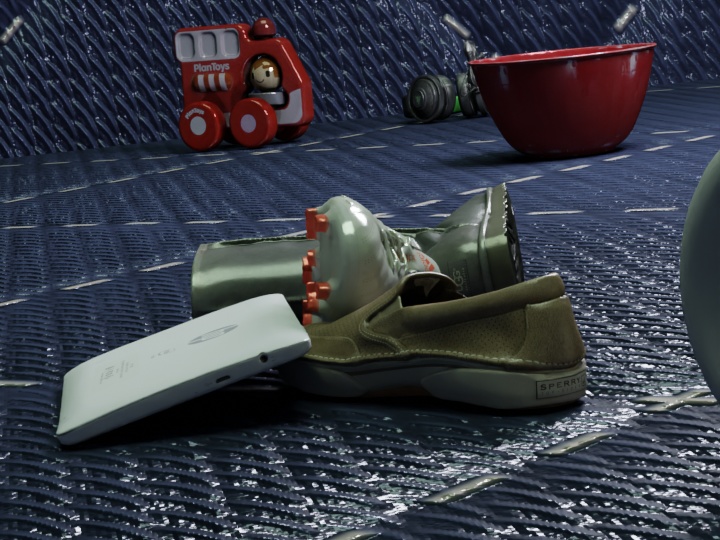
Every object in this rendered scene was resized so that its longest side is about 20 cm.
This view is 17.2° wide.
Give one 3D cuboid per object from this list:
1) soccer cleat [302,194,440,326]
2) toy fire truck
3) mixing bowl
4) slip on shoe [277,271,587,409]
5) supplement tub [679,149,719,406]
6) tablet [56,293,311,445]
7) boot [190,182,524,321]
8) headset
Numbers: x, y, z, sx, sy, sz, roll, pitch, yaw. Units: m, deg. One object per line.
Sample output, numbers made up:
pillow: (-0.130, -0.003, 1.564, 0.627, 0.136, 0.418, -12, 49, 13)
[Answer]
soccer cleat: (0.008, 0.000, 1.302, 0.077, 0.069, 0.200, 0, -9, -2)
toy fire truck: (-0.158, -0.251, 3.182, 0.200, 0.168, 0.112, -2, 8, 31)
mixing bowl: (0.217, -0.178, 2.511, 0.200, 0.109, 0.200, -5, 7, 1)
slip on shoe: (0.031, 0.030, 1.169, 0.076, 0.061, 0.200, -11, 9, -35)
supplement tub: (0.240, -0.005, 0.930, 0.200, 0.146, 0.145, -12, 9, -37)
tablet: (-0.094, 0.046, 1.223, 0.130, 0.014, 0.200, -21, 8, -3)
boot: (0.000, -0.002, 1.491, 0.200, 0.073, 0.182, -12, 4, 8)
headset: (0.127, -0.256, 3.288, 0.123, 0.094, 0.200, -8, -4, -16)
